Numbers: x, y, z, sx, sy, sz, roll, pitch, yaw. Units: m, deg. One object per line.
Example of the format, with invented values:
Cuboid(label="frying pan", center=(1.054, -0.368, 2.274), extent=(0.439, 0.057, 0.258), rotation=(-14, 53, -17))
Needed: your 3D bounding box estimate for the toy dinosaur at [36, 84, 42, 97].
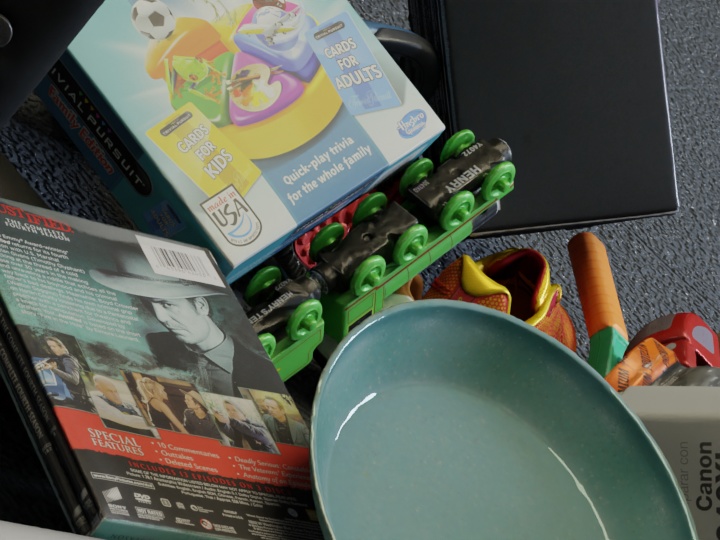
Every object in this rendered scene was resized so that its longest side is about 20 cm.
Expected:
Cuboid(label="toy dinosaur", center=(-0.100, -0.132, 1.481), extent=(0.200, 0.086, 0.136), rotation=(-31, 49, -21))

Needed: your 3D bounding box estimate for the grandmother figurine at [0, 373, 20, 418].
Cuboid(label="grandmother figurine", center=(-0.125, 0.052, 1.274), extent=(0.200, 0.061, 0.121), rotation=(20, 1, -28))

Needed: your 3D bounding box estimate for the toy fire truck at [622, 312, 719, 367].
Cuboid(label="toy fire truck", center=(0.219, 0.080, 1.662), extent=(0.200, 0.049, 0.141), rotation=(45, 26, -25))

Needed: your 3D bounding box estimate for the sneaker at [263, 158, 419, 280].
Cuboid(label="sneaker", center=(-0.034, -0.043, 1.594), extent=(0.095, 0.079, 0.200), rotation=(18, 18, 11))

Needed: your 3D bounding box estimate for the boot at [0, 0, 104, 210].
Cuboid(label="boot", center=(-0.147, -0.087, 1.319), extent=(0.165, 0.200, 0.066), rotation=(27, 24, -20))

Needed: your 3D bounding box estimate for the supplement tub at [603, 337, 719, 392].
Cuboid(label="supplement tub", center=(0.189, 0.133, 1.473), extent=(0.200, 0.123, 0.123), rotation=(41, 23, 12))

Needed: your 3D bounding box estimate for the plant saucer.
Cuboid(label="plant saucer", center=(0.055, 0.107, 1.230), extent=(0.200, 0.036, 0.200), rotation=(22, 47, -26))

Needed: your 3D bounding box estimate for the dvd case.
Cuboid(label="dvd case", center=(-0.087, 0.048, 1.235), extent=(0.146, 0.022, 0.200), rotation=(13, 35, -40))

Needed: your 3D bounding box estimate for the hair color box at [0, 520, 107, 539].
Cuboid(label="hair color box", center=(-0.070, 0.160, 1.127), extent=(0.200, 0.061, 0.099), rotation=(15, 30, -40))

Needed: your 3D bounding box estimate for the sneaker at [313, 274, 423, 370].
Cuboid(label="sneaker", center=(0.063, 0.071, 1.440), extent=(0.200, 0.085, 0.073), rotation=(46, -10, 23))

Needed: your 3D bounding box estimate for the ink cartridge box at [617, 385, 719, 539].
Cuboid(label="ink cartridge box", center=(0.211, 0.130, 1.355), extent=(0.199, 0.146, 0.083), rotation=(0, 7, 15))

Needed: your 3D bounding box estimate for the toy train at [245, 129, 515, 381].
Cuboid(label="toy train", center=(0.000, 0.000, 1.430), extent=(0.200, 0.056, 0.042), rotation=(-35, 59, -28))

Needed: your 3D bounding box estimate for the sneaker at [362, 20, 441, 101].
Cuboid(label="sneaker", center=(-0.059, -0.111, 1.557), extent=(0.200, 0.066, 0.079), rotation=(-7, 39, -1))

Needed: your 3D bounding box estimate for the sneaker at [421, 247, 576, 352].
Cuboid(label="sneaker", center=(0.086, 0.027, 1.586), extent=(0.073, 0.077, 0.200), rotation=(41, 12, 12))

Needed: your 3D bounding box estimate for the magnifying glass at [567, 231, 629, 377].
Cuboid(label="magnifying glass", center=(0.143, 0.053, 1.640), extent=(0.080, 0.022, 0.200), rotation=(43, 23, -37))

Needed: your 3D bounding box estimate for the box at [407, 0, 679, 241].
Cuboid(label="box", center=(0.096, -0.119, 1.629), extent=(0.123, 0.201, 0.198), rotation=(-6, 1, -3))

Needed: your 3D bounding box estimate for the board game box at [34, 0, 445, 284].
Cuboid(label="board game box", center=(-0.077, -0.104, 1.406), extent=(0.151, 0.047, 0.200), rotation=(-35, 85, -37))

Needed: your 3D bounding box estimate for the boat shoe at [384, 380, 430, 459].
Cuboid(label="boat shoe", center=(0.069, 0.129, 1.290), extent=(0.202, 0.065, 0.074), rotation=(40, 29, 0))
